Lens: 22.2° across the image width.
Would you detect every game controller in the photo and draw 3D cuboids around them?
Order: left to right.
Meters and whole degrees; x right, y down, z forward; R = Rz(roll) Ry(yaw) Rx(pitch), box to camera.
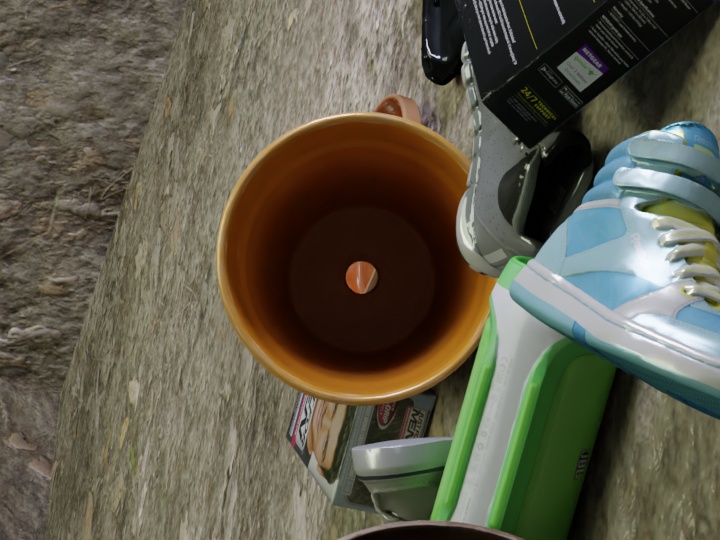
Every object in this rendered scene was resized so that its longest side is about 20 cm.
[{"bbox_3d":[0.084,-0.252,1.528,0.104,0.042,0.201,-40,37,44],"label":"game controller"}]

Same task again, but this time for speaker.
[{"bbox_3d":[0.094,0.098,1.058,0.088,0.088,0.201,-136,60,-74],"label":"speaker"}]

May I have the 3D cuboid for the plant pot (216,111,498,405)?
[{"bbox_3d":[0.000,0.000,1.338,0.183,0.199,0.201,95,-173,-84],"label":"plant pot"}]

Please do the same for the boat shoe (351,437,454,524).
[{"bbox_3d":[0.040,0.144,1.155,0.200,0.072,0.066,54,-149,-76],"label":"boat shoe"}]

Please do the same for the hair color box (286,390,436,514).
[{"bbox_3d":[-0.004,0.118,1.467,0.200,0.060,0.100,-143,67,-74],"label":"hair color box"}]

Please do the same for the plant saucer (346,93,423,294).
[{"bbox_3d":[0.018,-0.053,1.597,0.200,0.032,0.201,-166,90,-76],"label":"plant saucer"}]

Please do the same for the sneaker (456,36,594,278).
[{"bbox_3d":[0.118,-0.098,1.197,0.115,0.075,0.201,164,110,-67],"label":"sneaker"}]

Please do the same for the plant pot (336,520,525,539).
[{"bbox_3d":[0.038,0.272,0.988,0.187,0.186,0.201,-99,10,-56],"label":"plant pot"}]

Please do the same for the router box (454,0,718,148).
[{"bbox_3d":[0.130,-0.183,1.119,0.149,0.051,0.200,-38,30,20],"label":"router box"}]

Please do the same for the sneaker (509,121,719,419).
[{"bbox_3d":[0.163,-0.007,0.914,0.131,0.079,0.200,-58,34,0],"label":"sneaker"}]
